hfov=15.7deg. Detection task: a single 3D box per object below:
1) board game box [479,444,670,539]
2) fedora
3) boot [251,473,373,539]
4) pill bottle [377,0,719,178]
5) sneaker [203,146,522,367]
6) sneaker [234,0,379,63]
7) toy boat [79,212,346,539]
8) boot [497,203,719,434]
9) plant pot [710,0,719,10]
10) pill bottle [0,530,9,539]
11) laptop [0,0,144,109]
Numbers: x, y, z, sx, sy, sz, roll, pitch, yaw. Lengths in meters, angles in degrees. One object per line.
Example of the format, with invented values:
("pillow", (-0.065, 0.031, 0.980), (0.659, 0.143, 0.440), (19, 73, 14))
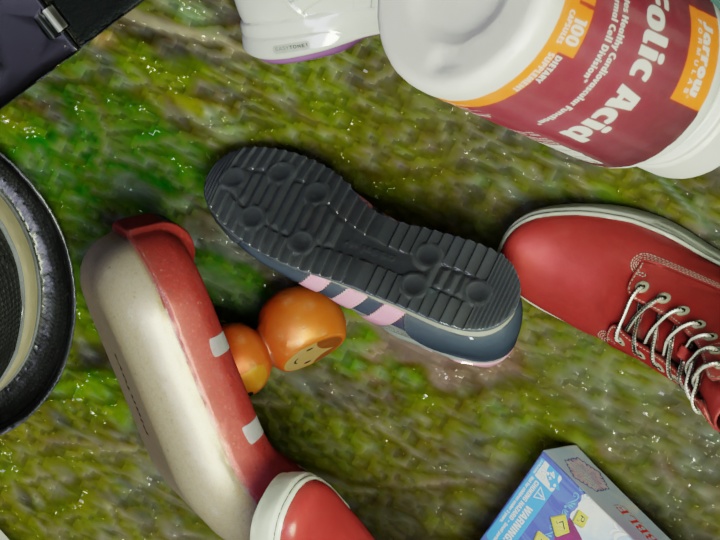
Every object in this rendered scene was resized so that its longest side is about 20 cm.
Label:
("board game box", (0.127, 0.240, 1.488), (0.200, 0.041, 0.200), (44, 114, 26))
("fedora", (-0.262, 0.019, 1.516), (0.200, 0.092, 0.201), (4, 109, 11))
("boot", (0.032, 0.187, 1.423), (0.144, 0.072, 0.200), (10, 146, 35))
("pill bottle", (0.113, -0.117, 1.326), (0.114, 0.200, 0.114), (-15, 68, 39))
("sneaker", (0.000, 0.000, 1.470), (0.200, 0.082, 0.070), (29, 69, 20))
("sneaker", (0.018, -0.175, 1.399), (0.200, 0.075, 0.100), (-13, 106, 16))
("toy boat", (-0.068, 0.052, 1.486), (0.131, 0.131, 0.200), (-24, 103, -11))
("boot", (0.161, 0.031, 1.401), (0.200, 0.144, 0.072), (20, 113, 7))
("plant pot", (0.237, -0.197, 1.281), (0.200, 0.161, 0.201), (0, 95, -5))
("pill bottle", (-0.295, 0.231, 1.590), (0.104, 0.104, 0.200), (46, 112, -5))
("laptop", (-0.215, -0.191, 1.419), (0.200, 0.116, 0.187), (-34, 98, 18))
